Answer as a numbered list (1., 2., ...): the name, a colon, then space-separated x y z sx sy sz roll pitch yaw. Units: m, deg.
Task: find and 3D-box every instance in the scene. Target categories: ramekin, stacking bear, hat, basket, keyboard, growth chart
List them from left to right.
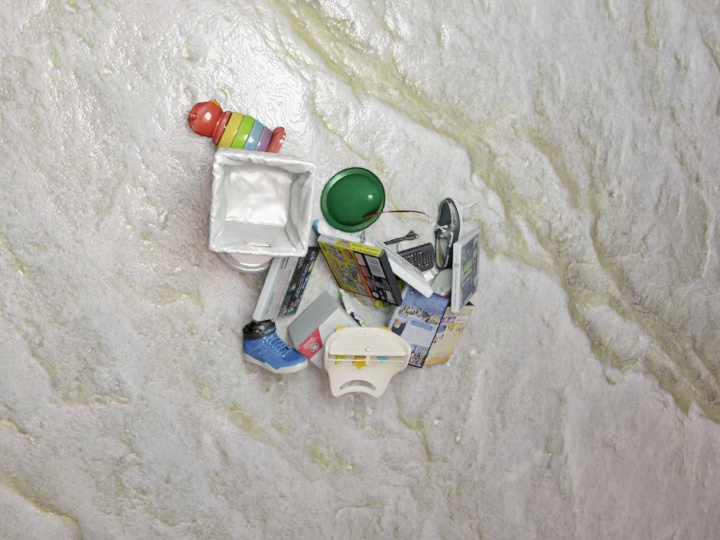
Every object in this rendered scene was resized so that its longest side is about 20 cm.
1. stacking bear: -0.280 -0.306 1.125 0.200 0.121 0.114 24 108 -20
2. ramekin: -0.259 -0.087 1.197 0.200 0.105 0.200 -5 107 -16
3. basket: -0.208 -0.147 1.044 0.198 0.161 0.200 3 110 -19
4. growth chart: 0.018 0.131 1.332 0.018 0.145 0.200 -41 116 11
5. hat: 0.017 -0.163 1.222 0.200 0.176 0.166 -30 112 -7
6. keyboard: 0.107 -0.036 1.375 0.200 0.021 0.127 -18 110 -13

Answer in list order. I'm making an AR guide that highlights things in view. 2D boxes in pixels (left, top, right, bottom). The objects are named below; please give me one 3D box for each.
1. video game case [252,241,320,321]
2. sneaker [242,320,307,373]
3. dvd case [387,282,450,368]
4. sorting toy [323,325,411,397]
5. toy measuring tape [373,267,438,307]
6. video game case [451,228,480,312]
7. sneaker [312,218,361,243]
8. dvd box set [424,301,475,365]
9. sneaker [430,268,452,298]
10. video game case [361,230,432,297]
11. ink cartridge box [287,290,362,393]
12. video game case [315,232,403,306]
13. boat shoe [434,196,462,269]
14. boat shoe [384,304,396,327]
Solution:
1. video game case: -0.174 0.021 1.233 0.023 0.182 0.200 24 99 20
2. sneaker: -0.217 0.180 1.252 0.077 0.200 0.111 -23 114 -48
3. dvd case: 0.137 0.143 1.298 0.143 0.018 0.200 21 93 -29
4. sorting toy: 0.001 0.234 1.224 0.200 0.107 0.180 3 115 -11
5. toy measuring tape: 0.123 0.042 1.373 0.200 0.074 0.074 -30 112 -6
6. video game case: 0.285 -0.004 1.359 0.023 0.200 0.182 7 109 26
7. sneaker: -0.044 -0.068 1.290 0.081 0.077 0.200 -44 123 0
8. dvd box set: 0.228 0.176 1.424 0.146 0.029 0.200 1 120 -38
9. sneaker: 0.209 0.087 1.416 0.200 0.077 0.082 -44 141 12
10. video game case: 0.086 -0.021 1.258 0.200 0.182 0.024 37 100 -8
11. ink cartridge box: -0.060 0.184 1.317 0.145 0.145 0.200 -44 113 -2
12. video game case: 0.000 0.000 1.218 0.026 0.181 0.200 -58 147 -27
13. boat shoe: 0.231 -0.097 1.366 0.060 0.076 0.200 -16 109 -23
14. boat shoe: 0.111 0.140 1.362 0.062 0.072 0.200 -6 142 -15
